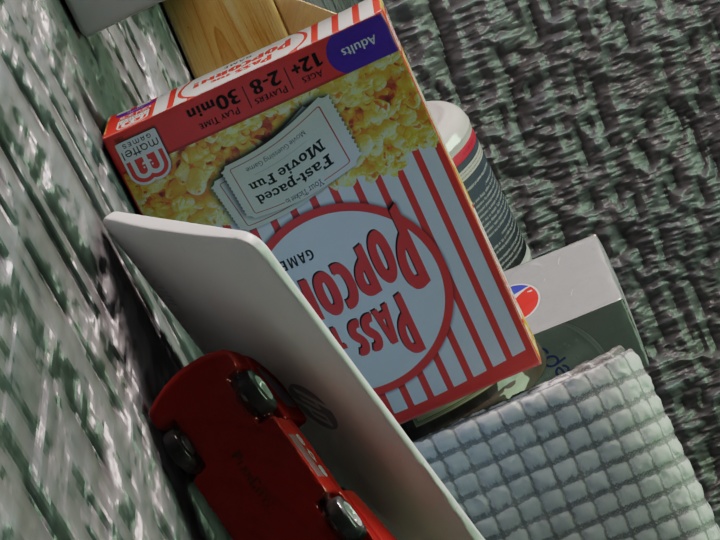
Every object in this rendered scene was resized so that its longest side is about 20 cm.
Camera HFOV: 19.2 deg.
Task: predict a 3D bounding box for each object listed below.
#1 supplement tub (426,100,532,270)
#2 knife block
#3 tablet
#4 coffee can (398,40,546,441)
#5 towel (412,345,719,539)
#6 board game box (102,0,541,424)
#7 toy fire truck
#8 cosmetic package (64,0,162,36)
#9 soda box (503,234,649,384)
[{"bbox_3d":[0.061,-0.029,1.813,0.140,0.140,0.200,-99,163,-67],"label":"supplement tub"},{"bbox_3d":[-0.070,-0.100,1.419,0.199,0.176,0.064,21,4,3],"label":"knife block"},{"bbox_3d":[-0.029,0.053,0.950,0.130,0.014,0.200,9,-39,55],"label":"tablet"},{"bbox_3d":[-0.002,-0.008,1.182,0.146,0.146,0.200,-86,152,-76],"label":"coffee can"},{"bbox_3d":[0.081,0.150,1.090,0.086,0.199,0.166,178,-112,-89],"label":"towel"},{"bbox_3d":[-0.017,-0.015,1.071,0.046,0.151,0.200,-96,160,-71],"label":"board game box"},{"bbox_3d":[-0.002,0.126,0.924,0.200,0.049,0.141,53,7,14],"label":"toy fire truck"},{"bbox_3d":[-0.073,-0.212,1.093,0.071,0.199,0.102,-97,162,-71],"label":"cosmetic package"},{"bbox_3d":[0.072,0.055,1.322,0.068,0.199,0.064,-105,171,-51],"label":"soda box"}]
